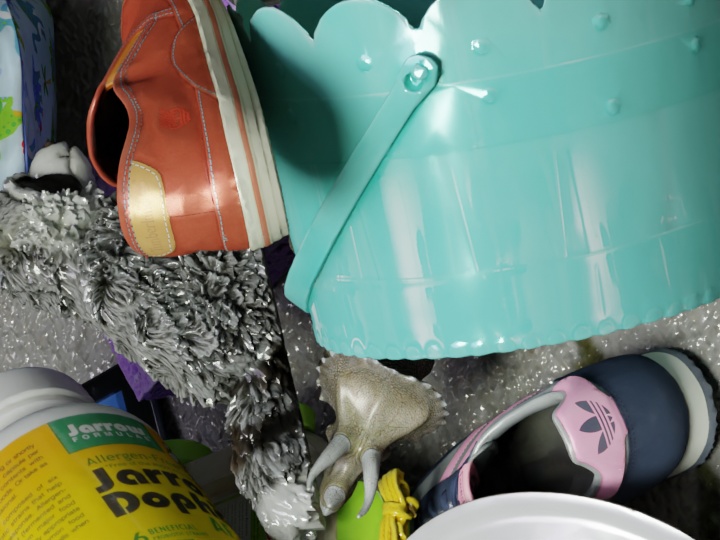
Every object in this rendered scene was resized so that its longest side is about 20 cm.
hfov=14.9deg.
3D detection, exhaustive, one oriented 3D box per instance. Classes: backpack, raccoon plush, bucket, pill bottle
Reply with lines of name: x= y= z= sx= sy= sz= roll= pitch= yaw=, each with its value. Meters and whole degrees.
backpack: x=-0.205 y=-0.074 z=1.309 sx=0.153 sy=0.200 sz=0.164 roll=5 pitch=93 yaw=16
raccoon plush: x=-0.101 y=0.030 z=1.185 sx=0.097 sy=0.134 sz=0.200 roll=80 pitch=177 yaw=-56
bucket: x=0.056 y=-0.053 z=1.043 sx=0.207 sy=0.207 sz=0.135 roll=0 pitch=103 yaw=46
pill bottle: x=-0.113 y=0.127 z=1.188 sx=0.200 sy=0.113 sz=0.113 roll=46 pitch=129 yaw=49

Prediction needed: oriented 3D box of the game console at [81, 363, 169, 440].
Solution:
game console: x=-0.174 y=0.163 z=1.387 sx=0.118 sy=0.171 sz=0.200 roll=51 pitch=136 yaw=-9

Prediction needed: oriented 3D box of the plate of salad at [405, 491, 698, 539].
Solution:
plate of salad: x=0.099 y=0.168 z=1.125 sx=0.200 sy=0.048 sz=0.200 roll=14 pitch=127 yaw=20

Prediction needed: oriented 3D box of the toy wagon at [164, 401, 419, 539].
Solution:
toy wagon: x=-0.041 y=0.137 z=1.224 sx=0.200 sy=0.040 sz=0.155 roll=-23 pitch=56 yaw=39

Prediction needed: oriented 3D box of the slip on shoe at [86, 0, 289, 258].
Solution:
slip on shoe: x=-0.071 y=-0.060 z=1.002 sx=0.200 sy=0.061 sz=0.074 roll=-113 pitch=11 yaw=-63

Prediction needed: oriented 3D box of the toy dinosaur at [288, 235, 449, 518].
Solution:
toy dinosaur: x=0.000 y=0.000 z=1.163 sx=0.102 sy=0.077 sz=0.200 roll=125 pitch=135 yaw=-87

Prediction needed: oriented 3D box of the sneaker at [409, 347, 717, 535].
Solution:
sneaker: x=0.056 y=0.092 z=1.151 sx=0.200 sy=0.082 sz=0.070 roll=-43 pitch=67 yaw=42

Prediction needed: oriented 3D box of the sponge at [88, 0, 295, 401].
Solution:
sponge: x=-0.075 y=-0.035 z=1.301 sx=0.200 sy=0.030 sz=0.112 roll=-47 pitch=65 yaw=40

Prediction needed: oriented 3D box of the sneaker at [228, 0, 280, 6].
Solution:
sneaker: x=-0.015 y=-0.195 z=1.174 sx=0.200 sy=0.075 sz=0.079 roll=-43 pitch=65 yaw=42
